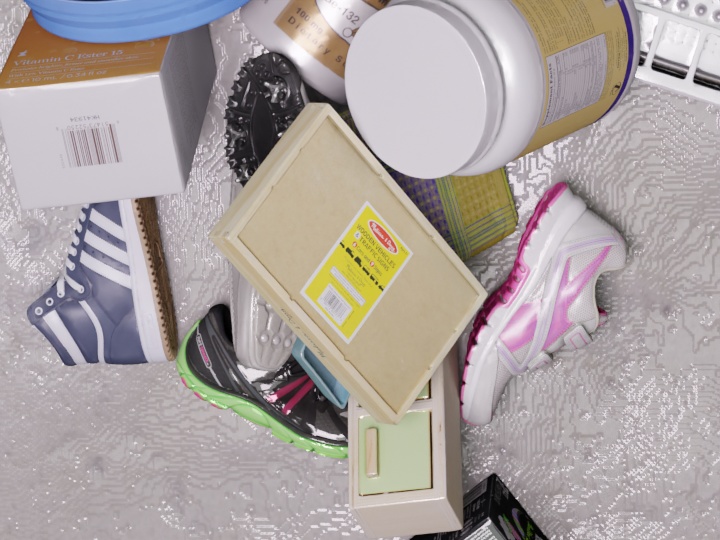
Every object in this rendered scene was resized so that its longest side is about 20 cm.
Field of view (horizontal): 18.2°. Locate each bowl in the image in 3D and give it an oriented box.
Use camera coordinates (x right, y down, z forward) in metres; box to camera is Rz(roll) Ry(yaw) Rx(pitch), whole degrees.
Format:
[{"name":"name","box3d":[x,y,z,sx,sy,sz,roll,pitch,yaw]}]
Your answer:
[{"name":"bowl","box3d":[-0.155,-0.226,1.658,0.199,0.201,0.040,-7,121,7]}]

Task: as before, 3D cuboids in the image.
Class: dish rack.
[{"name":"dish rack","box3d":[0.273,-0.229,1.685,0.170,0.044,0.202,18,101,4]}]

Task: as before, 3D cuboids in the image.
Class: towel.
[{"name":"towel","box3d":[0.043,-0.068,1.674,0.023,0.199,0.145,-7,105,42]}]

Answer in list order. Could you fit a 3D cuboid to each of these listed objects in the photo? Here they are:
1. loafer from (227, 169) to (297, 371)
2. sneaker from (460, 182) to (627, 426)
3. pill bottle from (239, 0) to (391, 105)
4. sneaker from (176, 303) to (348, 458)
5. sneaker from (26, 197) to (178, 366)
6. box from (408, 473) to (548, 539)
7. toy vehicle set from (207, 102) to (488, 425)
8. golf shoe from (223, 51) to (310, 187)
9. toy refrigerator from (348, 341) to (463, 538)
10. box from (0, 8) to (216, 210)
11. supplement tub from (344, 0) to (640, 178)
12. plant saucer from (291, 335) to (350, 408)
[{"name":"loafer","box3d":[-0.073,-0.023,1.731,0.069,0.070,0.202,-2,76,44]},{"name":"sneaker","box3d":[0.140,0.038,1.726,0.088,0.081,0.201,27,106,-2]},{"name":"pill bottle","box3d":[0.011,-0.233,1.675,0.114,0.114,0.200,39,101,-2]},{"name":"sneaker","box3d":[-0.046,0.087,1.757,0.198,0.077,0.084,22,105,1]},{"name":"sneaker","box3d":[-0.212,-0.019,1.760,0.107,0.070,0.202,-8,100,8]},{"name":"box","box3d":[0.117,0.284,1.736,0.124,0.149,0.200,-38,93,9]},{"name":"toy vehicle set","box3d":[-0.005,-0.003,1.584,0.200,0.026,0.125,49,66,-27]},{"name":"golf shoe","box3d":[-0.041,-0.071,1.673,0.077,0.094,0.202,1,111,34]},{"name":"toy refrigerator","box3d":[0.032,0.093,1.696,0.075,0.070,0.202,-7,62,12]},{"name":"box","box3d":[-0.184,-0.139,1.661,0.123,0.201,0.098,-6,119,7]},{"name":"supplement tub","box3d":[0.096,-0.151,1.619,0.145,0.199,0.147,16,117,34]},{"name":"plant saucer","box3d":[0.000,0.000,1.652,0.019,0.201,0.070,-1,143,33]}]
